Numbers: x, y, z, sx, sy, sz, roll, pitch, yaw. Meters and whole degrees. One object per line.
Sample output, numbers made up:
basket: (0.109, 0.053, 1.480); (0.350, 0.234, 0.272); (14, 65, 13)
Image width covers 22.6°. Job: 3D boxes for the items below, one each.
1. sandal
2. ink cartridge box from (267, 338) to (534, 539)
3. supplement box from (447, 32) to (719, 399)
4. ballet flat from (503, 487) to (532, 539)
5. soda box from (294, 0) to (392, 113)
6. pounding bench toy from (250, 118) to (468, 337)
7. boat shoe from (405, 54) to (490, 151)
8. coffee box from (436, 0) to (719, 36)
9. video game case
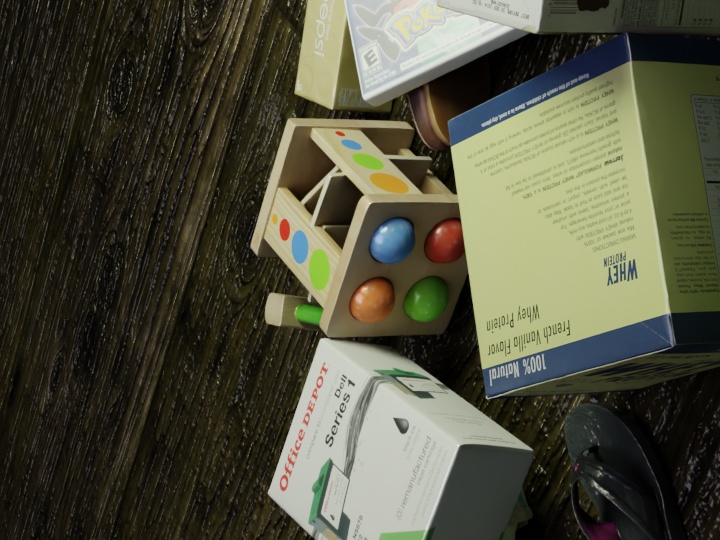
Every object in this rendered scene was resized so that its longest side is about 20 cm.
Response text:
sandal: (0.190, 0.180, 1.280); (0.075, 0.048, 0.202); (-53, 50, 43)
ink cartridge box: (0.026, 0.159, 1.401); (0.200, 0.084, 0.148); (33, 108, 50)
supplement box: (0.179, -0.030, 1.216); (0.199, 0.133, 0.202); (-23, 72, 55)
ballet flat: (0.073, 0.235, 1.446); (0.063, 0.067, 0.201); (55, 135, 26)
soda box: (-0.002, -0.241, 1.551); (0.068, 0.063, 0.202); (28, 113, 53)
pounding bench toy: (0.000, 0.000, 1.497); (0.156, 0.123, 0.202); (48, 129, 44)
boat shoe: (0.059, -0.189, 1.456); (0.070, 0.070, 0.203); (-18, 67, 48)
coffee box: (0.163, -0.201, 1.179); (0.113, 0.198, 0.081); (26, 115, 52)
video game case: (0.070, -0.248, 1.398); (0.199, 0.023, 0.184); (-23, 65, 29)
